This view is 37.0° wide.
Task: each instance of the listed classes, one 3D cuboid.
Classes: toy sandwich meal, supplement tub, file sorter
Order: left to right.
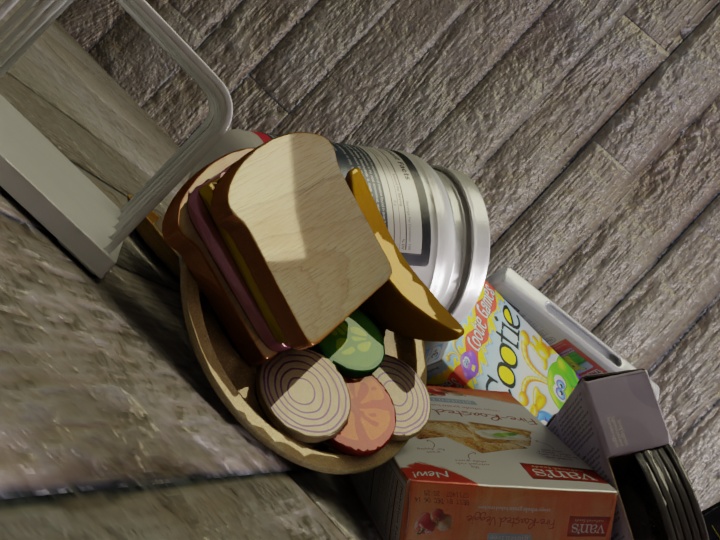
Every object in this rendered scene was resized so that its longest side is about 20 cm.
[{"bbox_3d":[-0.163,-0.102,0.661,0.139,0.125,0.200,45,-1,-14],"label":"file sorter"},{"bbox_3d":[-0.020,0.015,0.626,0.204,0.070,0.208,25,49,-33],"label":"toy sandwich meal"},{"bbox_3d":[-0.020,-0.022,0.782,0.197,0.142,0.140,4,22,-29],"label":"supplement tub"}]

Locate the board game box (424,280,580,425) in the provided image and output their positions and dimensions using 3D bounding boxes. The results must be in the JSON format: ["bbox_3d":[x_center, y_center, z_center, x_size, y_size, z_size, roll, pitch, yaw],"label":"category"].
[{"bbox_3d":[0.109,0.111,0.902,0.200,0.106,0.102,43,-44,-22],"label":"board game box"}]

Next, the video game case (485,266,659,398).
[{"bbox_3d":[0.135,0.092,0.971,0.181,0.023,0.200,37,-39,-14],"label":"video game case"}]

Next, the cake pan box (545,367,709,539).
[{"bbox_3d":[0.169,0.184,0.714,0.201,0.051,0.186,100,-22,-62],"label":"cake pan box"}]

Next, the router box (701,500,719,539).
[{"bbox_3d":[0.289,0.306,0.862,0.202,0.149,0.062,61,7,19],"label":"router box"}]

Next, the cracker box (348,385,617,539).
[{"bbox_3d":[0.066,0.130,0.714,0.132,0.059,0.200,6,11,-14],"label":"cracker box"}]

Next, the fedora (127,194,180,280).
[{"bbox_3d":[-0.103,-0.012,0.899,0.201,0.082,0.201,44,-1,1],"label":"fedora"}]
